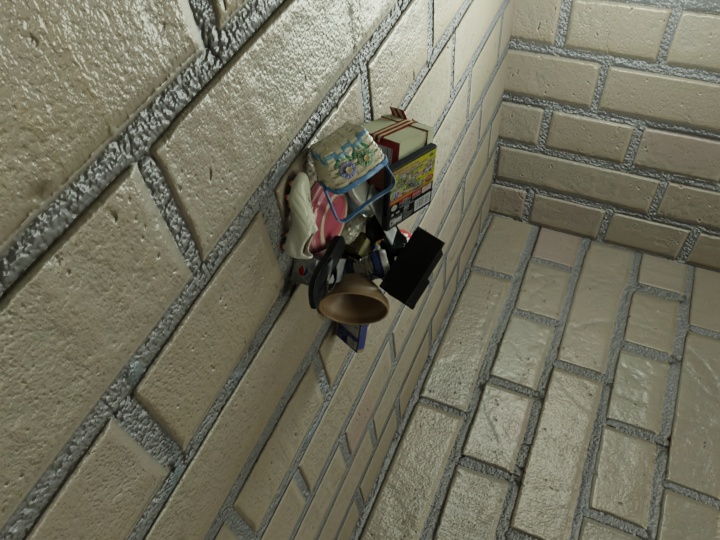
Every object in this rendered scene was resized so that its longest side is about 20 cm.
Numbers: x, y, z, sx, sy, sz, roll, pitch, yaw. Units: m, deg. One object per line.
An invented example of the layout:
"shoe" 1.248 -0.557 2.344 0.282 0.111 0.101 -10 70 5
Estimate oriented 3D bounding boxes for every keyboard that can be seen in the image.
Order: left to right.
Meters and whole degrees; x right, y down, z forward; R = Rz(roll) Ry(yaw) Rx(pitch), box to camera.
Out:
"keyboard" 0.059 -0.148 1.619 0.200 0.011 0.057 57 37 -49

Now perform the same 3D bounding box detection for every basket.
"basket" -0.021 -0.229 1.410 0.176 0.139 0.200 -38 131 -9

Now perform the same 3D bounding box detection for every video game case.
"video game case" 0.129 -0.222 1.591 0.200 0.025 0.182 -34 141 -37

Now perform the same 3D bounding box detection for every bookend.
"bookend" 0.158 -0.001 1.724 0.201 0.092 0.199 -57 166 -1

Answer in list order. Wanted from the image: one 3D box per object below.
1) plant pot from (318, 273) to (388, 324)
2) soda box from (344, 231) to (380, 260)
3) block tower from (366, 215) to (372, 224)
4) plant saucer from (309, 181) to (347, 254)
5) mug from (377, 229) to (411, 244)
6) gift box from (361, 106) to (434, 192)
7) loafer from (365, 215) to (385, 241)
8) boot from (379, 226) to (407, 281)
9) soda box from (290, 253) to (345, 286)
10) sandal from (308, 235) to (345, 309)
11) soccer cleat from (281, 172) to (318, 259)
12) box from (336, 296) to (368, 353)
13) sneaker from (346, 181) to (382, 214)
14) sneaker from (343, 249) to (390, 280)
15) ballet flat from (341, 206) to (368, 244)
"plant pot" -0.017 0.072 1.707 0.201 0.199 0.093 76 17 -57
"soda box" 0.002 -0.069 1.816 0.200 0.064 0.068 33 75 -72
"block tower" 0.040 -0.168 1.855 0.200 0.054 0.058 36 71 -71
"plant saucer" -0.086 -0.135 1.523 0.200 0.051 0.202 18 90 -71
"mug" 0.096 -0.041 2.015 0.200 0.133 0.179 -21 124 -63
"gift box" 0.082 -0.330 1.647 0.186 0.199 0.185 -31 141 -41
"loafer" 0.081 -0.174 1.712 0.200 0.071 0.073 -44 124 4
"boot" 0.092 -0.035 1.789 0.198 0.073 0.163 -104 -165 -65
"soda box" -0.107 -0.004 1.554 0.200 0.063 0.069 -8 113 -70
"sandal" -0.077 0.002 1.475 0.076 0.043 0.201 67 42 -61
"soccer cleat" -0.129 -0.122 1.365 0.069 0.077 0.201 -36 139 -61
"box" -0.019 0.139 1.852 0.032 0.121 0.201 -8 118 -34
"sneaker" -0.009 -0.187 1.583 0.200 0.081 0.074 36 54 -63
"sneaker" 0.000 0.000 1.731 0.200 0.146 0.081 127 -51 -78
"ballet flat" -0.002 -0.168 1.704 0.072 0.071 0.201 72 35 -60
